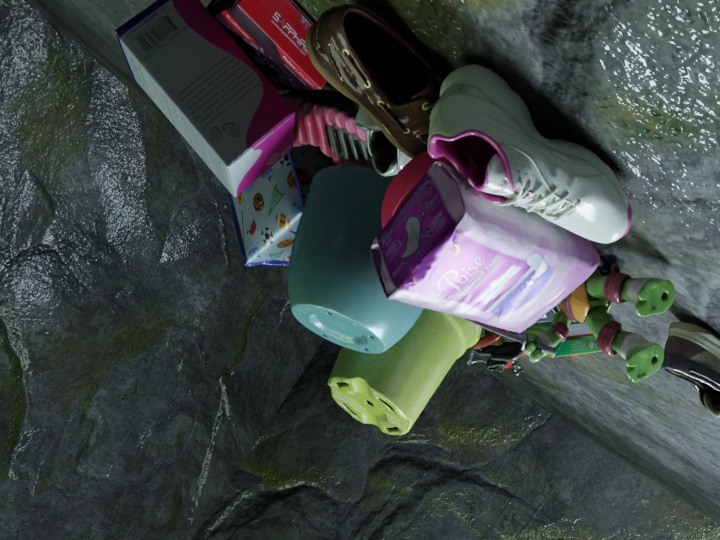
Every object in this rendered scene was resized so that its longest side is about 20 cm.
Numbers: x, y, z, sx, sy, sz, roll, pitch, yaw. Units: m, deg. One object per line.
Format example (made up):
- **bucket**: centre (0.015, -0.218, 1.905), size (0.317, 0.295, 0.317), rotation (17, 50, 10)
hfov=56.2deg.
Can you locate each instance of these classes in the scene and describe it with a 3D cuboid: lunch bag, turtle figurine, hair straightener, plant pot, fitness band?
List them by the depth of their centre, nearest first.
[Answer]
- **fitness band**: centre (0.092, -0.043, 0.679), size (0.202, 0.140, 0.038), rotation (78, 176, -49)
- **turtle figurine**: centre (0.218, 0.033, 0.723), size (0.198, 0.146, 0.193), rotation (34, 178, -29)
- **plant pot**: centre (0.000, 0.000, 0.819), size (0.196, 0.164, 0.202), rotation (21, 159, 8)
- **plant pot**: centre (0.050, 0.117, 0.953), size (0.196, 0.186, 0.203), rotation (23, 149, 15)
- **hair straightener**: centre (0.199, 0.130, 0.990), size (0.077, 0.041, 0.200), rotation (50, 163, 6)
- **lunch bag**: centre (-0.114, -0.133, 1.013), size (0.122, 0.169, 0.205), rotation (1, -118, -47)

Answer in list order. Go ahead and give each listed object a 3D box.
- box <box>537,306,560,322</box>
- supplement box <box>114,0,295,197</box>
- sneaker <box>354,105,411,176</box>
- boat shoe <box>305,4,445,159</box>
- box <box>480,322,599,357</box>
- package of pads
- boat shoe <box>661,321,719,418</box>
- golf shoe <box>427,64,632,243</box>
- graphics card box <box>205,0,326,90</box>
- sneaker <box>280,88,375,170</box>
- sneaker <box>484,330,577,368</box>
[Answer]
- **box**: centre (0.160, 0.007, 0.922), size (0.197, 0.046, 0.159), rotation (-9, 130, 49)
- **supplement box**: centre (-0.174, -0.204, 0.780), size (0.201, 0.101, 0.104), rotation (49, 166, 6)
- **sneaker**: centre (0.050, -0.131, 0.727), size (0.073, 0.090, 0.200), rotation (29, 173, 40)
- **boat shoe**: centre (0.040, -0.159, 0.605), size (0.197, 0.072, 0.070), rotation (30, 166, -27)
- **box**: centre (0.269, 0.093, 1.006), size (0.114, 0.050, 0.199), rotation (-3, 178, -22)
- **package of pads**: centre (0.119, -0.014, 0.635), size (0.196, 0.121, 0.077), rotation (16, -142, -34)
- **boat shoe**: centre (0.414, 0.136, 0.761), size (0.198, 0.066, 0.072), rotation (37, 173, -13)
- **golf shoe**: centre (0.134, -0.075, 0.553), size (0.198, 0.092, 0.075), rotation (36, 144, -4)
- **graphics card box**: centre (-0.111, -0.269, 0.783), size (0.125, 0.051, 0.199), rotation (40, 175, -30)
- **sneaker**: centre (-0.025, -0.183, 0.817), size (0.197, 0.095, 0.080), rotation (28, 140, 31)
- **sneaker**: centre (0.293, 0.129, 1.178), size (0.197, 0.117, 0.078), rotation (31, 176, -15)
